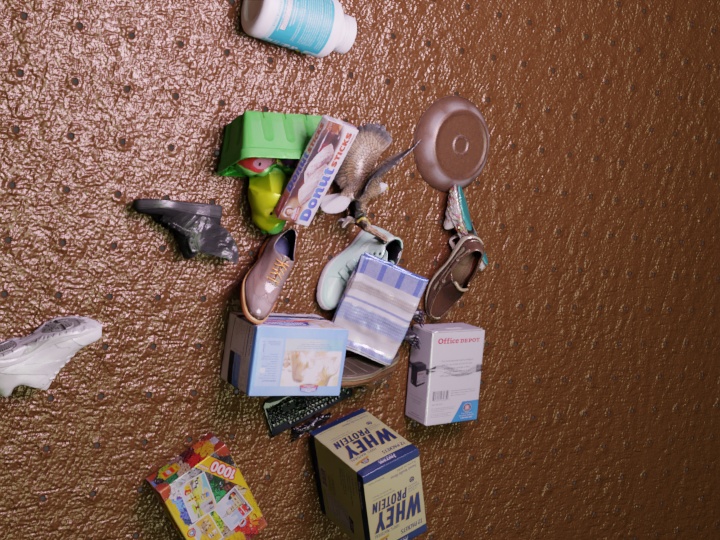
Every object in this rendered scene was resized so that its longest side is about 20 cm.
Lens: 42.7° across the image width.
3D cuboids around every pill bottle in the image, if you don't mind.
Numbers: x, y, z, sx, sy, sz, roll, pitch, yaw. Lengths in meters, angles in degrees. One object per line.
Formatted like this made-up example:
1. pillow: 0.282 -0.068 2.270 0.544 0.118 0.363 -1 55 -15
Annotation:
1. pill bottle: -0.106 -0.450 1.653 0.198 0.110 0.112 11 94 -33

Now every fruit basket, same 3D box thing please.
1. fruit basket: -0.151 -0.173 1.668 0.213 0.155 0.219 6 79 -31

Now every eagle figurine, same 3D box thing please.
1. eagle figurine: 0.018 -0.179 1.772 0.150 0.151 0.202 17 106 2

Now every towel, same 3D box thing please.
1. towel: 0.029 0.077 1.783 0.145 0.024 0.202 23 110 -3

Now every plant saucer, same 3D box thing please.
1. plant saucer: 0.202 -0.263 1.930 0.198 0.037 0.203 -7 103 -32

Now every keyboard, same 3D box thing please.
1. keyboard: -0.093 0.272 1.842 0.198 0.039 0.105 -24 111 -26

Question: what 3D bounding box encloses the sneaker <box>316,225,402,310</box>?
1. sneaker: 0.000 -0.001 1.802 0.074 0.118 0.201 45 76 -32

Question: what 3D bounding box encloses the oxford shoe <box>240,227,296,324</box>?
1. oxford shoe: -0.164 0.004 1.674 0.071 0.073 0.202 28 51 -21

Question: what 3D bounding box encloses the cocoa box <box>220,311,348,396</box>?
1. cocoa box: -0.142 0.157 1.734 0.198 0.131 0.135 5 97 -33

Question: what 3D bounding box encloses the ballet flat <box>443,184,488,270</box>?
1. ballet flat: 0.213 -0.083 1.954 0.063 0.076 0.202 -16 111 18

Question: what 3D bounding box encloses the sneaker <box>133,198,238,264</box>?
1. sneaker: -0.307 -0.069 1.629 0.198 0.060 0.106 3 93 -36

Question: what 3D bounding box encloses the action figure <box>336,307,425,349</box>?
1. action figure: 0.044 0.111 1.863 0.198 0.102 0.120 5 108 -34

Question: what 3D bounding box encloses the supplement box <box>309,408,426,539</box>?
1. supplement box: 0.015 0.420 1.831 0.133 0.199 0.203 -20 116 -28

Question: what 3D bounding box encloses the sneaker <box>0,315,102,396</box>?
1. sneaker: -0.522 0.145 1.534 0.198 0.078 0.101 -21 117 -18

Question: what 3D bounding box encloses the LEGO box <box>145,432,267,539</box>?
1. LEGO box: -0.286 0.434 1.728 0.148 0.077 0.202 -34 115 -23

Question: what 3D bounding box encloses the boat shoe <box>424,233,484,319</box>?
1. boat shoe: 0.195 0.023 1.920 0.074 0.075 0.204 17 113 -17

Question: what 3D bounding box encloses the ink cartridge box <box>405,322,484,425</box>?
1. ink cartridge box: 0.181 0.219 1.979 0.143 0.083 0.203 -1 100 -32

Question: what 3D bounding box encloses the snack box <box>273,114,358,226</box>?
1. snack box: -0.079 -0.174 1.625 0.071 0.024 0.201 11 117 -40

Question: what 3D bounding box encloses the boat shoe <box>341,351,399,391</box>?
1. boat shoe: 0.011 0.212 1.851 0.199 0.072 0.069 -12 124 -50
